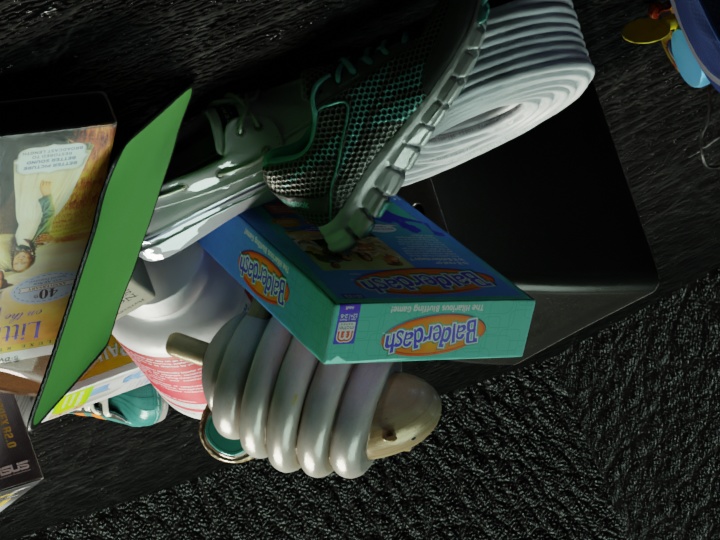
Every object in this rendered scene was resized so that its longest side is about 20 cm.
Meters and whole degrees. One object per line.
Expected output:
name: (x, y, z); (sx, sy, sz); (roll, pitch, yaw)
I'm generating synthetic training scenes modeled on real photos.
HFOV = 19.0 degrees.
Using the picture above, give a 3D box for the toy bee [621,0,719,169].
toy bee: (0.248, -0.181, 1.611); (0.130, 0.109, 0.200); (-7, 140, -31)

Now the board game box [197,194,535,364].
board game box: (0.000, 0.000, 1.439); (0.152, 0.045, 0.200); (0, -157, -29)

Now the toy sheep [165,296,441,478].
toy sheep: (-0.039, 0.074, 1.491); (0.199, 0.139, 0.138); (17, -178, 16)

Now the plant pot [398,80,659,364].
plant pot: (0.087, -0.038, 1.734); (0.177, 0.201, 0.199); (-5, 163, -39)

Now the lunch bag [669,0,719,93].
lunch bag: (0.298, -0.205, 1.401); (0.199, 0.136, 0.132); (-24, 172, 2)

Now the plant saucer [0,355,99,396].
plant saucer: (-0.280, 0.054, 1.477); (0.199, 0.035, 0.200); (10, 170, 2)

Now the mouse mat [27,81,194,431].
mouse mat: (-0.153, -0.011, 1.331); (0.161, 0.008, 0.201); (-58, 169, -68)

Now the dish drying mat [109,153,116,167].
dish drying mat: (-0.247, -0.038, 1.444); (0.199, 0.018, 0.077); (-20, 170, -20)

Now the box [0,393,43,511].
box: (-0.330, 0.124, 1.746); (0.048, 0.159, 0.200); (-14, 168, -30)

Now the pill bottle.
pill bottle: (-0.129, 0.027, 1.597); (0.112, 0.113, 0.200); (-23, 153, 2)

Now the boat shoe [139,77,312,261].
boat shoe: (-0.080, -0.082, 1.422); (0.200, 0.074, 0.067); (-37, 132, -1)

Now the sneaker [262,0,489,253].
sneaker: (0.008, -0.112, 1.366); (0.200, 0.091, 0.078); (-57, -173, 10)

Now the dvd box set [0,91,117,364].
dvd box set: (-0.227, -0.016, 1.259); (0.146, 0.029, 0.200); (-8, 140, -25)

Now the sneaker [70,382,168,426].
sneaker: (-0.248, 0.099, 1.873); (0.080, 0.072, 0.200); (-16, -160, -40)

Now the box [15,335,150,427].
box: (-0.192, 0.039, 1.763); (0.199, 0.102, 0.112); (-20, 171, -18)

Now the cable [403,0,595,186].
cable: (0.069, -0.125, 1.528); (0.199, 0.069, 0.200); (-18, 170, -25)

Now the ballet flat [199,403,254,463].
ballet flat: (-0.045, 0.057, 1.586); (0.200, 0.071, 0.065); (-46, 176, 0)

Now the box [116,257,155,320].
box: (-0.209, -0.015, 1.404); (0.082, 0.069, 0.200); (-28, 161, 8)
